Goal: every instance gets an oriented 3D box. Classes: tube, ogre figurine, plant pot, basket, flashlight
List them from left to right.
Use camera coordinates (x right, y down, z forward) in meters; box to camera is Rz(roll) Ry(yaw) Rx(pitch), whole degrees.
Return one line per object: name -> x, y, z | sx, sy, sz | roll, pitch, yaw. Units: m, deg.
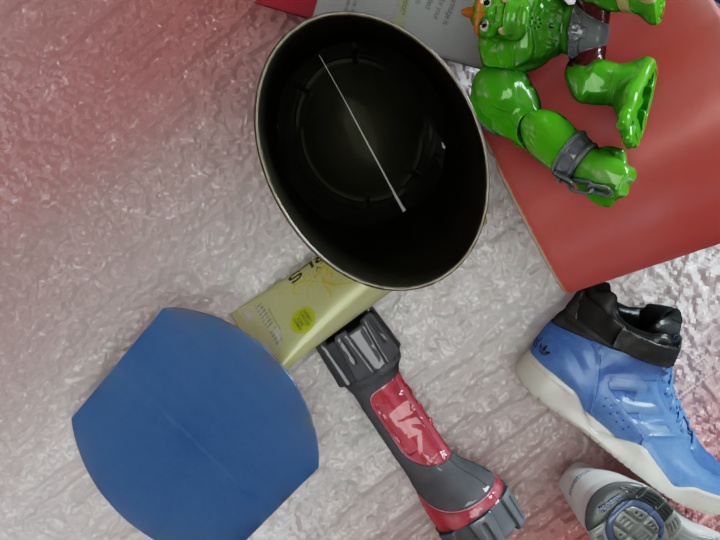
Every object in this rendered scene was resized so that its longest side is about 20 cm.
tube -> 0.000, 0.000, 1.126 | 0.199, 0.058, 0.052 | -34, 96, -1
basket -> 0.002, -0.091, 1.040 | 0.135, 0.200, 0.182 | -30, 101, 2
flashlight -> 0.045, 0.120, 1.144 | 0.067, 0.068, 0.201 | -32, 100, 1
ogre figurine -> 0.129, -0.151, 0.973 | 0.118, 0.098, 0.203 | 10, 115, 24
plant pot -> 0.189, -0.086, 1.076 | 0.176, 0.201, 0.202 | -28, 100, 8

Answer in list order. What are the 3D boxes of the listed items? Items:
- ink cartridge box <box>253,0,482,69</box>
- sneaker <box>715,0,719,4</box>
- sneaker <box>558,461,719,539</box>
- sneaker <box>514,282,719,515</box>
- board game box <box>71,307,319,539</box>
ink cartridge box -> 0.040, -0.235, 1.054 | 0.197, 0.083, 0.147 | 15, 133, -8
sneaker -> 0.254, -0.258, 1.106 | 0.105, 0.076, 0.200 | -43, 100, 2
sneaker -> 0.230, 0.204, 1.173 | 0.075, 0.087, 0.200 | -47, 118, 0
sneaker -> 0.225, 0.090, 1.151 | 0.199, 0.077, 0.112 | 36, 103, -3
board game box -> -0.115, 0.116, 1.129 | 0.158, 0.039, 0.200 | 43, 120, 0
